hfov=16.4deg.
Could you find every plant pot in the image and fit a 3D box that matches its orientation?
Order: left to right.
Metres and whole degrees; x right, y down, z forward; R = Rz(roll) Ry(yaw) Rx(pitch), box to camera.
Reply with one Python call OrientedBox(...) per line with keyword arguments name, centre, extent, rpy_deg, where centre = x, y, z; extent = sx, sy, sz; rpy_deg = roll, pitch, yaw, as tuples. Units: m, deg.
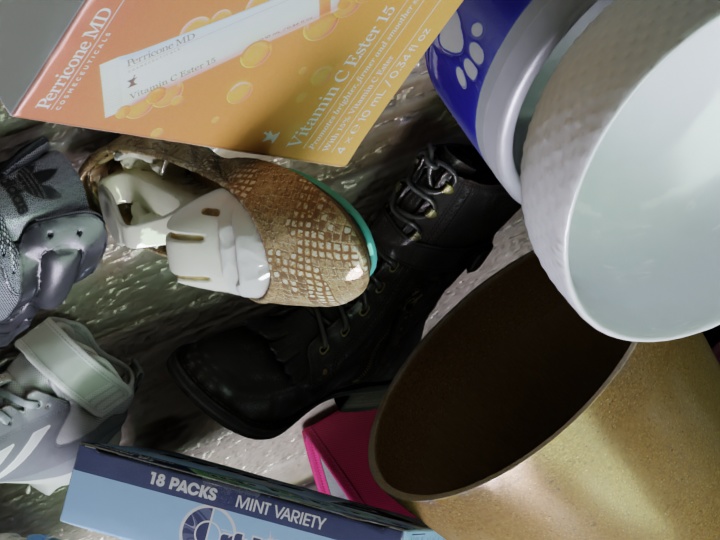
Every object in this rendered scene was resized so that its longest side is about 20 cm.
OrientedBox(name="plant pot", centre=(0.138, 0.112, 1.314), extent=(0.186, 0.187, 0.200), rpy_deg=(-40, 113, 7))

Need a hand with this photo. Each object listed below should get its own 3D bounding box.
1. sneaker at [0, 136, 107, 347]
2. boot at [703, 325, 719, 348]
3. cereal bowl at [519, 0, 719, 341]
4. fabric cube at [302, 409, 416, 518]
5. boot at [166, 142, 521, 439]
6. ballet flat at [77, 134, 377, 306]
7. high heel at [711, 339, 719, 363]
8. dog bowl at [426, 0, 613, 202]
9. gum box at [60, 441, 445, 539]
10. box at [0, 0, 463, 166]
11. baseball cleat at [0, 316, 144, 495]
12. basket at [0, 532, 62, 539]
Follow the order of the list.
OrientedBox(name="sneaker", centre=(-0.182, -0.025, 1.111), extent=(0.114, 0.076, 0.200), rpy_deg=(-34, 154, -4))
OrientedBox(name="boot", centre=(0.279, 0.038, 1.638), extent=(0.145, 0.071, 0.200), rpy_deg=(-3, 163, -15))
OrientedBox(name="cereal bowl", centre=(0.154, -0.069, 1.169), extent=(0.199, 0.083, 0.201), rpy_deg=(-22, 136, -23))
OrientedBox(name="fabric cube", centre=(0.107, 0.163, 1.515), extent=(0.199, 0.197, 0.200), rpy_deg=(-29, 147, -10))
OrientedBox(name="boot", centre=(0.000, 0.000, 1.329), extent=(0.200, 0.069, 0.174), rpy_deg=(-9, 140, -53))
OrientedBox(name="ballet flat", centre=(-0.069, -0.019, 1.117), extent=(0.065, 0.200, 0.071), rpy_deg=(-22, 112, -26))
OrientedBox(name="high heel", centre=(0.198, 0.099, 1.579), extent=(0.096, 0.067, 0.200), rpy_deg=(-49, -174, -26))
OrientedBox(name="dog bowl", centre=(0.135, -0.126, 1.258), extent=(0.199, 0.079, 0.201), rpy_deg=(-25, 147, -17))
OrientedBox(name="gum box", centre=(-0.049, 0.133, 1.303), extent=(0.200, 0.169, 0.045), rpy_deg=(38, 67, -80))
OrientedBox(name="box", centre=(-0.063, -0.130, 1.059), extent=(0.199, 0.098, 0.125), rpy_deg=(6, 130, -47))
OrientedBox(name="baseball cleat", centre=(-0.193, 0.070, 1.241), extent=(0.199, 0.070, 0.107), rpy_deg=(-10, 135, -51))
OrientedBox(name="basket", centre=(-0.229, 0.214, 1.332), extent=(0.199, 0.140, 0.176), rpy_deg=(-6, 153, 17))
